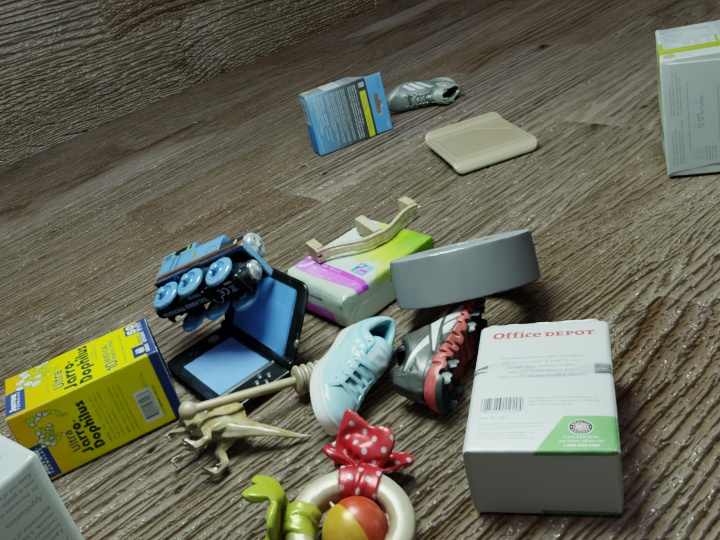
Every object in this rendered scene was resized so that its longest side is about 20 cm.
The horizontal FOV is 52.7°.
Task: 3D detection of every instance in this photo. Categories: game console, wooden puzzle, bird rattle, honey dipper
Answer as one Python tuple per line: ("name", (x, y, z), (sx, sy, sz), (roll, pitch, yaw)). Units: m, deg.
("game console", (-0.178, 0.085, 1.024), (0.175, 0.118, 0.199), (-32, 31, -28))
("wooden puzzle", (0.250, -0.266, 1.529), (0.182, 0.038, 0.201), (-19, 33, -6))
("bird rattle", (-0.015, 0.243, 0.718), (0.198, 0.114, 0.163), (-18, 37, -33))
("honey dipper", (-0.130, 0.150, 0.910), (0.197, 0.039, 0.038), (-10, 24, -26))

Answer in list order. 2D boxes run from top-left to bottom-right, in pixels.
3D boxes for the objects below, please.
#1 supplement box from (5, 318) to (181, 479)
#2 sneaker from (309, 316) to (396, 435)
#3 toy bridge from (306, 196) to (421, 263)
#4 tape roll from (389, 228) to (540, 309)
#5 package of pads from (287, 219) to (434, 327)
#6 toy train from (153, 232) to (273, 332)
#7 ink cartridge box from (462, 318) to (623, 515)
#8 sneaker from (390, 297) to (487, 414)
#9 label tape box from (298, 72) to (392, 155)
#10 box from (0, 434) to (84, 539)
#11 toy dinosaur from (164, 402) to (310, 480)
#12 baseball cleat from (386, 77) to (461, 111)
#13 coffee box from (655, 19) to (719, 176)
("supplement box", (-0.353, 0.169, 0.970), (0.198, 0.111, 0.109), (-25, 29, -16))
("sneaker", (-0.002, 0.116, 0.900), (0.081, 0.074, 0.201), (-32, 20, 28))
("toy bridge", (0.015, -0.062, 1.139), (0.198, 0.028, 0.067), (-26, 34, -21))
("tape roll", (0.140, -0.003, 0.988), (0.197, 0.067, 0.200), (-14, 2, 1))
("package of pads", (0.000, 0.000, 1.137), (0.199, 0.069, 0.153), (-33, 34, -31))
("toy train", (-0.214, 0.009, 1.040), (0.198, 0.087, 0.116), (-22, 41, 30))
("ink cartridge box", (0.192, 0.145, 0.756), (0.144, 0.085, 0.201), (-5, 30, 19))
("sneaker", (0.099, 0.094, 0.912), (0.096, 0.072, 0.201), (4, 35, 28))
("label tape box", (-0.035, -0.385, 1.769), (0.197, 0.146, 0.063), (-22, 26, -13))
("box", (-0.419, 0.284, 0.730), (0.198, 0.174, 0.199), (8, 36, 39))
("toy dinosaur", (-0.168, 0.196, 0.882), (0.197, 0.059, 0.101), (1, 31, 28))
("baseball cleat", (0.163, -0.452, 1.865), (0.197, 0.071, 0.107), (-21, 28, -8))
("coffee box", (0.606, -0.296, 1.215), (0.197, 0.202, 0.198), (-4, 29, 21))
